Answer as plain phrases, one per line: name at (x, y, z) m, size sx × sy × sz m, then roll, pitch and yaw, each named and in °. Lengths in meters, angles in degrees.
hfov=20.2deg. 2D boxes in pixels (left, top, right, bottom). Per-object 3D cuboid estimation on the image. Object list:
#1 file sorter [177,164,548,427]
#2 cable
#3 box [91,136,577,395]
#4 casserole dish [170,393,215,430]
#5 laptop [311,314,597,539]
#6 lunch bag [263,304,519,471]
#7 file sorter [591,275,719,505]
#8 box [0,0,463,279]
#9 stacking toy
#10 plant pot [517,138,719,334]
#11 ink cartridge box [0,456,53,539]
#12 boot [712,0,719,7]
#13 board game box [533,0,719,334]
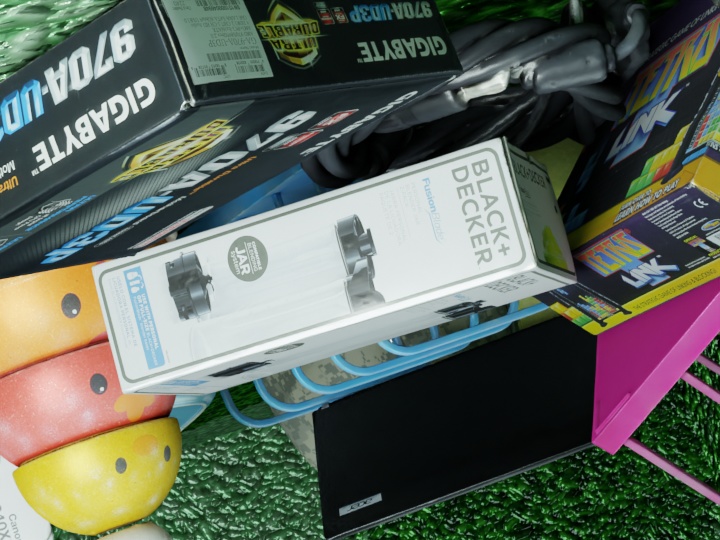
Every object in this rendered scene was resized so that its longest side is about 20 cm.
file sorter at (0.000, 0.000, 1.138) m, size 0.138 × 0.124 × 0.200 m, roll -16°, pitch 173°, yaw -31°
cable at (0.048, -0.071, 0.951) m, size 0.162 × 0.051 × 0.200 m, roll -19°, pitch 175°, yaw -11°
box at (-0.008, 0.002, 0.933) m, size 0.199 × 0.061 × 0.117 m, roll -17°, pitch 172°, yaw 12°
casserole dish at (-0.154, 0.087, 1.255) m, size 0.120 × 0.039 × 0.200 m, roll -8°, pitch 166°, yaw -24°
laptop at (0.072, 0.099, 1.144) m, size 0.176 × 0.104 × 0.200 m, roll -20°, pitch 156°, yaw 7°
lunch bag at (0.015, 0.054, 1.438) m, size 0.139 × 0.169 × 0.200 m, roll -15°, pitch 173°, yaw -37°
file sorter at (0.221, 0.010, 0.987) m, size 0.200 × 0.125 × 0.139 m, roll -54°, pitch -170°, yaw 28°
box at (-0.084, -0.050, 0.770) m, size 0.199 × 0.046 × 0.158 m, roll -26°, pitch 172°, yaw 37°
stacking toy at (-0.133, 0.080, 1.019) m, size 0.145 × 0.201 × 0.146 m, roll -21°, pitch 174°, yaw -2°
plant pot at (0.177, -0.035, 1.219) m, size 0.183 × 0.202 × 0.200 m, roll -10°, pitch 175°, yaw 7°
ink cartridge box at (-0.241, 0.109, 1.174) m, size 0.083 × 0.146 × 0.200 m, roll -18°, pitch 174°, yaw -14°
boot at (0.256, -0.155, 0.811) m, size 0.210 × 0.080 × 0.158 m, roll -7°, pitch 162°, yaw -21°
board game box at (0.165, -0.069, 0.974) m, size 0.166 × 0.056 × 0.200 m, roll -64°, pitch -170°, yaw -21°
